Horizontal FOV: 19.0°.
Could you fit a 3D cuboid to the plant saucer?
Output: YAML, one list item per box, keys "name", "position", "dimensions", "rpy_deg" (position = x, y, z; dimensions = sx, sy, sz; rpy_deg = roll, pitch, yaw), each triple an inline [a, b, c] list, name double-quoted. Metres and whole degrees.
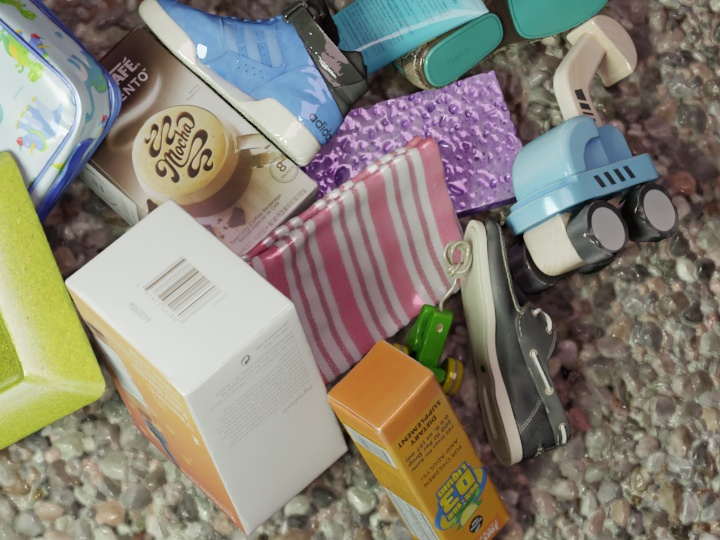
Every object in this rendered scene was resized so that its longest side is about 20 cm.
- name: "plant saucer"
  position: [-0.311, 0.041, 1.616]
  dimensions: [0.200, 0.048, 0.200]
  rpy_deg: [-27, 82, 28]

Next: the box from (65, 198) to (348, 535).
- name: "box"
  position: [-0.112, 0.074, 1.608]
  dimensions: [0.106, 0.200, 0.152]
  rpy_deg: [-40, 54, -17]

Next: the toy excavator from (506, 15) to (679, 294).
- name: "toy excavator"
  position: [0.184, -0.104, 1.774]
  dimensions: [0.194, 0.100, 0.201]
  rpy_deg: [-18, 84, -41]

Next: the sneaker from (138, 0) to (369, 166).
- name: "sneaker"
  position: [-0.079, -0.182, 1.715]
  dimensions: [0.200, 0.077, 0.111]
  rpy_deg: [40, 83, 25]

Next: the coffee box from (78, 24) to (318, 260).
- name: "coffee box"
  position: [-0.144, -0.082, 1.714]
  dimensions: [0.200, 0.080, 0.113]
  rpy_deg: [41, 74, 10]

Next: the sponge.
- name: "sponge"
  position: [0.039, -0.089, 1.789]
  dimensions: [0.199, 0.030, 0.112]
  rpy_deg: [-16, 80, -14]

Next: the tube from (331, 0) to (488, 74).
- name: "tube"
  position: [0.002, -0.191, 1.760]
  dimensions: [0.200, 0.050, 0.078]
  rpy_deg: [-31, 76, 6]

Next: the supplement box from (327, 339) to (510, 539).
- name: "supplement box"
  position: [0.048, 0.144, 1.648]
  dimensions: [0.069, 0.200, 0.067]
  rpy_deg: [30, 69, 39]

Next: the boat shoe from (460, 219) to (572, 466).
- name: "boat shoe"
  position: [0.124, 0.053, 1.734]
  dimensions: [0.067, 0.072, 0.201]
  rpy_deg: [-14, 98, -12]

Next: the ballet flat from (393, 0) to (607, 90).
- name: "ballet flat"
  position: [0.112, -0.216, 1.815]
  dimensions: [0.199, 0.075, 0.068]
  rpy_deg: [-28, 123, -17]

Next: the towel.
- name: "towel"
  position: [0.000, 0.000, 1.709]
  dimensions: [0.200, 0.030, 0.147]
  rpy_deg: [-35, 127, -20]

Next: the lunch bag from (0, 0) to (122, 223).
- name: "lunch bag"
  position: [-0.287, -0.109, 1.655]
  dimensions: [0.161, 0.082, 0.200]
  rpy_deg: [42, 117, 9]

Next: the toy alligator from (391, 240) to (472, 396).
- name: "toy alligator"
  position: [0.049, 0.071, 1.724]
  dimensions: [0.059, 0.054, 0.201]
  rpy_deg: [16, 91, -15]
